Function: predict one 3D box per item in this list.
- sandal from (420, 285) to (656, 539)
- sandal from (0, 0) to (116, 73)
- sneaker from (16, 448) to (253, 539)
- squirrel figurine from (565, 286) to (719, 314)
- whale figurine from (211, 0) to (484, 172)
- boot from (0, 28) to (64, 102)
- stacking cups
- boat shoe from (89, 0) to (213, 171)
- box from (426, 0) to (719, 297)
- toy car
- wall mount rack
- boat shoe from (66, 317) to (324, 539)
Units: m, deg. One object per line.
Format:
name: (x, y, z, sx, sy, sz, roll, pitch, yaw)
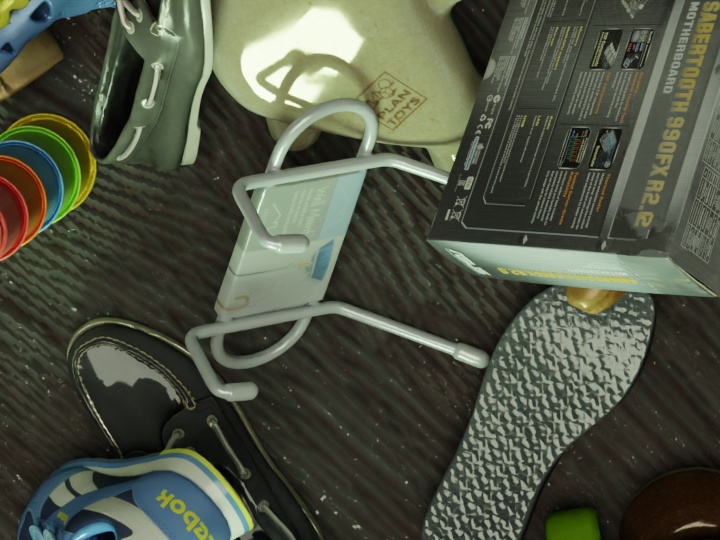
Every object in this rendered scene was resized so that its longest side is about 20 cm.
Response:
sandal: (0.096, 0.082, 1.262, 0.076, 0.043, 0.201, 35, 105, 8)
sandal: (-0.139, -0.169, 1.185, 0.200, 0.079, 0.087, -47, 127, -9)
sneaker: (-0.144, 0.151, 1.231, 0.074, 0.082, 0.200, 49, 145, -14)
squirrel figurine: (0.215, -0.073, 1.140, 0.141, 0.186, 0.201, 9, 76, -37)
whale figurine: (0.008, -0.127, 1.204, 0.200, 0.104, 0.159, 31, 124, -25)
boot: (-0.222, -0.195, 1.219, 0.175, 0.066, 0.200, -29, 100, 16)
stacking cups: (-0.188, -0.036, 1.176, 0.060, 0.200, 0.061, 1, 105, 5)
boat shoe: (-0.112, -0.114, 1.168, 0.057, 0.200, 0.067, -10, 60, -13)
box: (0.133, -0.091, 1.121, 0.048, 0.158, 0.201, 32, 71, -42)
toy car: (0.189, 0.204, 1.196, 0.163, 0.200, 0.159, -10, 101, 7)
wall mount rack: (0.000, 0.000, 1.209, 0.173, 0.075, 0.200, -10, 140, -30)
boat shoe: (-0.094, 0.109, 1.269, 0.073, 0.063, 0.200, -40, 96, 11)
